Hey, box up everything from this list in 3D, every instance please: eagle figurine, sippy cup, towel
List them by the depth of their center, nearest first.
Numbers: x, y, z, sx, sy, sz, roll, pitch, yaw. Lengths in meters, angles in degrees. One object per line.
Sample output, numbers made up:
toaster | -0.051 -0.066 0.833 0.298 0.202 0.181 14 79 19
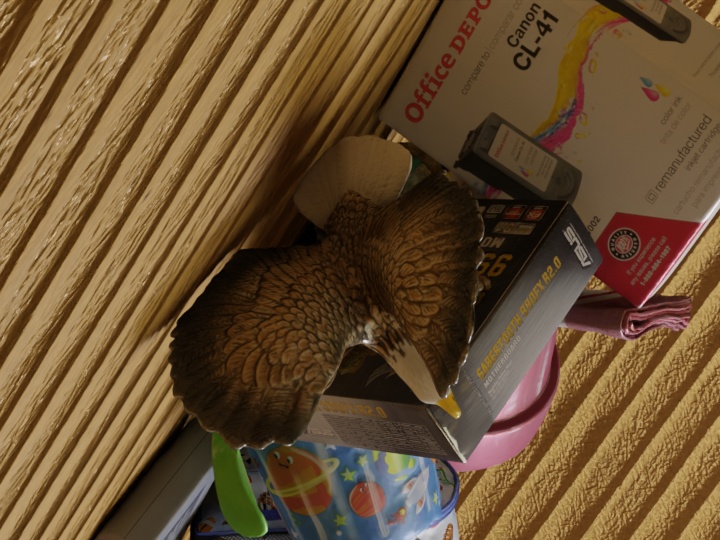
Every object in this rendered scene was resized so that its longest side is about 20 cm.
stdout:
eagle figurine | 0.003 0.015 1.100 0.152 0.151 0.200 -68 166 6
towel | 0.095 0.024 1.381 0.144 0.199 0.023 -4 97 -64
sippy cup | -0.011 0.110 1.390 0.177 0.131 0.140 -20 -169 -8

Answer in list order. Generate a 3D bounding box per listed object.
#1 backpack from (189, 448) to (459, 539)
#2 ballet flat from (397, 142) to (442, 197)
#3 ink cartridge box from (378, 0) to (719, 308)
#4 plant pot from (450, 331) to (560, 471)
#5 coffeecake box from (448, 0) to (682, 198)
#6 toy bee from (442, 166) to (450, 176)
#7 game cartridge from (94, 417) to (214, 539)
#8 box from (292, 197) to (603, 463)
backpack | -0.024 0.171 1.532 0.200 0.190 0.154 -98 -166 -67
ballet flat | 0.000 0.000 1.487 0.071 0.071 0.200 -51 168 -50
ink cartridge box | 0.132 -0.098 1.293 0.148 0.200 0.086 -59 174 37
plant pot | 0.079 0.031 1.750 0.200 0.200 0.179 -52 169 -44
coffeecake box | 0.137 -0.118 1.475 0.153 0.073 0.200 -40 -153 44
toy bee | 0.093 -0.077 1.675 0.109 0.131 0.200 -22 -144 50
game cartridge | -0.151 0.189 1.429 0.133 0.042 0.200 -47 171 -40
box | 0.018 0.028 1.257 0.200 0.048 0.158 3 -133 47
